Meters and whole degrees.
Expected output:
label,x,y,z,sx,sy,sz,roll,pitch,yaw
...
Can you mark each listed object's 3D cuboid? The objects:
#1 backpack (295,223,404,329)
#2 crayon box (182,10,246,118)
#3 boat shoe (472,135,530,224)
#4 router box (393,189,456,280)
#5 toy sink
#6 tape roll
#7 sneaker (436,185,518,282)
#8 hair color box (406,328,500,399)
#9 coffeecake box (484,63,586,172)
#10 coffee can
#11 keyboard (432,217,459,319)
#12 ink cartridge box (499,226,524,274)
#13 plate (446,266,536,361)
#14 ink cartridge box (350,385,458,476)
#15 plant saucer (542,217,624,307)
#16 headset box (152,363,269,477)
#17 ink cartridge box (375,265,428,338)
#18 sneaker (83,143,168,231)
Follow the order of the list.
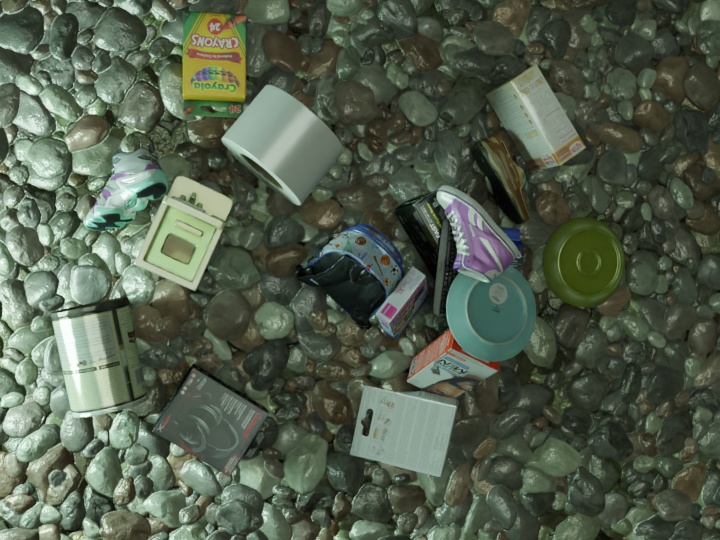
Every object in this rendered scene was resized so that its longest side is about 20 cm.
label,x,y,z,sx,sy,sz,roll,pitch,yaw
backpack,0.000,0.000,1.690,0.200,0.190,0.154,38,67,-10
crayon box,-0.292,-0.411,1.693,0.126,0.051,0.201,0,91,-12
boat shoe,0.318,-0.199,1.813,0.074,0.076,0.201,-30,97,-13
router box,0.160,-0.062,1.742,0.062,0.150,0.200,-33,97,-11
toy sink,-0.341,-0.077,1.656,0.130,0.112,0.201,26,86,-12
tape roll,-0.151,-0.243,1.648,0.203,0.203,0.139,41,84,-10
sneaker,0.198,-0.065,1.614,0.114,0.073,0.200,-43,85,-14
hair color box,0.189,0.192,1.726,0.111,0.200,0.064,25,58,-11
coffeecake box,0.365,-0.315,1.780,0.073,0.153,0.200,-34,98,-9
coffee can,-0.496,0.163,1.609,0.146,0.146,0.201,-11,93,-11
keyboard,0.212,0.001,1.666,0.126,0.021,0.201,7,88,-14
ink cartridge box,0.300,0.003,1.830,0.099,0.039,0.201,4,89,-11
plate,0.261,0.077,1.645,0.199,0.026,0.201,2,83,-19
ink cartridge box,0.093,0.331,1.783,0.199,0.057,0.163,13,100,9
plant saucer,0.503,-0.018,1.876,0.199,0.031,0.201,0,90,-12
headset box,-0.290,0.303,1.691,0.200,0.077,0.149,34,84,-9
ink cartridge box,0.088,0.071,1.706,0.042,0.200,0.119,37,82,12
sneaker,-0.467,-0.173,1.650,0.199,0.078,0.140,-29,65,17
